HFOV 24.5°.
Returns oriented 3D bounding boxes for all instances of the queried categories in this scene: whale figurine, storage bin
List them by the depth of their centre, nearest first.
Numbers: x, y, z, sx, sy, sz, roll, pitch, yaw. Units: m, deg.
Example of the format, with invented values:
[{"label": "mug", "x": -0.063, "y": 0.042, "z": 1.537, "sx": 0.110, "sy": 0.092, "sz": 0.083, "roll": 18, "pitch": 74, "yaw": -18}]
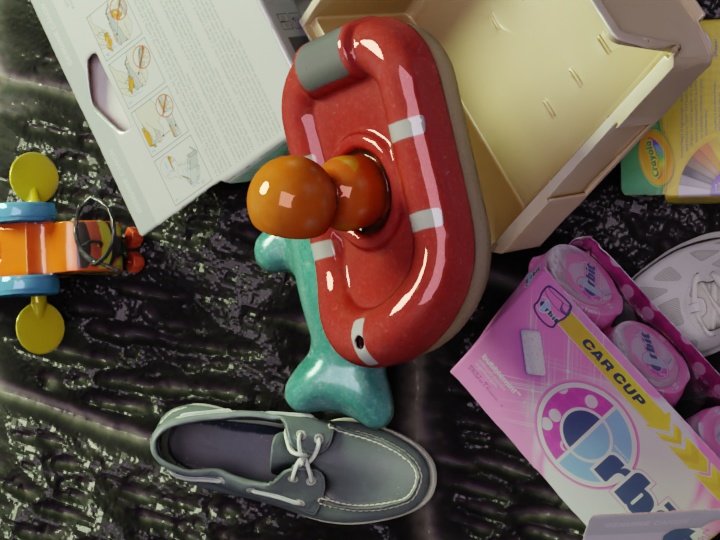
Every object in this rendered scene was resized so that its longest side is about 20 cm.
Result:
[{"label": "storage bin", "x": 0.084, "y": -0.142, "z": 1.004, "sx": 0.200, "sy": 0.093, "sz": 0.200, "roll": -50, "pitch": 61, "yaw": 43}, {"label": "whale figurine", "x": 0.000, "y": 0.000, "z": 1.094, "sx": 0.157, "sy": 0.104, "sz": 0.203, "roll": 13, "pitch": 87, "yaw": 12}]

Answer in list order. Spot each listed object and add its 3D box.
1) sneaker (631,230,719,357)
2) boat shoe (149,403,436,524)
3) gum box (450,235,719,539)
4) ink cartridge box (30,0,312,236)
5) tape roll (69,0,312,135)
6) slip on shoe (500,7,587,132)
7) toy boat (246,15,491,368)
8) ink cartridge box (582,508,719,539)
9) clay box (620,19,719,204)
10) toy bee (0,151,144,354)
[{"label": "sneaker", "x": 0.245, "y": 0.003, "z": 1.037, "sx": 0.198, "sy": 0.115, "sz": 0.077, "roll": -21, "pitch": 84, "yaw": 11}, {"label": "boat shoe", "x": -0.049, "y": 0.131, "z": 1.121, "sx": 0.197, "sy": 0.062, "sz": 0.074, "roll": 10, "pitch": 90, "yaw": 12}, {"label": "gum box", "x": 0.159, "y": 0.086, "z": 1.052, "sx": 0.200, "sy": 0.066, "sz": 0.114, "roll": 48, "pitch": 131, "yaw": 10}, {"label": "ink cartridge box", "x": -0.121, "y": -0.150, "z": 1.123, "sx": 0.173, "sy": 0.043, "sz": 0.202, "roll": -31, "pitch": 81, "yaw": 34}, {"label": "tape roll", "x": -0.105, "y": -0.175, "z": 1.159, "sx": 0.200, "sy": 0.037, "sz": 0.206, "roll": -1, "pitch": 88, "yaw": 13}, {"label": "slip on shoe", "x": 0.117, "y": -0.171, "z": 1.082, "sx": 0.074, "sy": 0.061, "sz": 0.202, "roll": -36, "pitch": 66, "yaw": 33}, {"label": "toy boat", "x": -0.009, "y": -0.042, "z": 0.964, "sx": 0.130, "sy": 0.130, "sz": 0.203, "roll": -17, "pitch": 86, "yaw": 50}, {"label": "ink cartridge box", "x": 0.186, "y": 0.180, "z": 0.987, "sx": 0.158, "sy": 0.201, "sz": 0.048, "roll": -2, "pitch": 49, "yaw": -9}, {"label": "clay box", "x": 0.268, "y": -0.103, "z": 1.071, "sx": 0.197, "sy": 0.048, "sz": 0.117, "roll": 0, "pitch": 86, "yaw": 14}, {"label": "toy bee", "x": -0.208, "y": -0.006, "z": 1.153, "sx": 0.199, "sy": 0.108, "sz": 0.133, "roll": 21, "pitch": 101, "yaw": 37}]
